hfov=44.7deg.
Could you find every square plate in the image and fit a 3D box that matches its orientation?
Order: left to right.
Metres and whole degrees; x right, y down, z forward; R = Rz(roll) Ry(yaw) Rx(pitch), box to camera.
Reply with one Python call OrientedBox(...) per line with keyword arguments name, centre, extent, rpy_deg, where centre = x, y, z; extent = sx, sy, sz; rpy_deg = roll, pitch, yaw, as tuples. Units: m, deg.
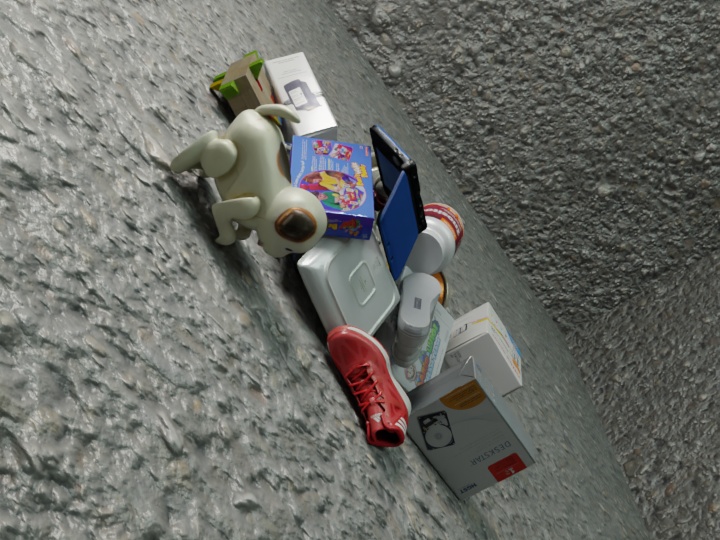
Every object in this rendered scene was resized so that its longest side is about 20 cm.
OrientedBox(name="square plate", centre=(-0.006, 0.020, 1.392), extent=(0.198, 0.028, 0.201), rpy_deg=(-49, 125, -44))

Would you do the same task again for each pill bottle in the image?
OrientedBox(name="pill bottle", centre=(0.132, -0.057, 1.682), extent=(0.113, 0.113, 0.200), rpy_deg=(56, 20, -6))

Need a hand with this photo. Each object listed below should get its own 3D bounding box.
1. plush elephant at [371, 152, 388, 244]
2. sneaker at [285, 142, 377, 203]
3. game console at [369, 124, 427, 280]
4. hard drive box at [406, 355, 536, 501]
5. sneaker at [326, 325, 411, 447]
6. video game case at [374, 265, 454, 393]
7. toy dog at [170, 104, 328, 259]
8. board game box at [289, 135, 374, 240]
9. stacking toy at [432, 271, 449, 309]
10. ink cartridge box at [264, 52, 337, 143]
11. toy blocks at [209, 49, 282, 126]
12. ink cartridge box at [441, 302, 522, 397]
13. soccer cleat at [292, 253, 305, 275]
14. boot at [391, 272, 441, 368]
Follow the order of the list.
OrientedBox(name="plush elephant", centre=(0.018, -0.138, 1.680), extent=(0.165, 0.155, 0.200), rpy_deg=(55, -1, -8))
OrientedBox(name="sneaker", centre=(-0.073, -0.150, 1.534), extent=(0.200, 0.085, 0.077), rpy_deg=(36, 9, 5))
OrientedBox(name="game console", centre=(0.042, -0.113, 1.487), extent=(0.171, 0.118, 0.200), rpy_deg=(50, -12, 29))
OrientedBox(name="hard drive box", centre=(0.182, 0.272, 1.500), extent=(0.200, 0.156, 0.077), rpy_deg=(52, 17, -18))
OrientedBox(name="sneaker", centre=(0.018, 0.180, 1.313), extent=(0.200, 0.078, 0.116), rpy_deg=(51, 15, -20))
OrientedBox(name="video game case", centre=(0.096, 0.123, 1.588), extent=(0.182, 0.024, 0.201), rpy_deg=(47, 50, -37))
OrientedBox(name="toy dog", centre=(-0.128, -0.109, 1.215), extent=(0.200, 0.194, 0.140), rpy_deg=(53, 3, 5))
OrientedBox(name="board game box", centre=(-0.049, -0.135, 1.400), extent=(0.201, 0.134, 0.045), rpy_deg=(-91, -169, -49))
OrientedBox(name="stacking toy", centre=(0.062, 0.033, 1.693), extent=(0.199, 0.146, 0.147), rpy_deg=(23, 35, -39))
OrientedBox(name="ink cartridge box", centre=(-0.114, -0.291, 1.684), extent=(0.145, 0.084, 0.201), rpy_deg=(93, -24, -59))
OrientedBox(name="toy blocks", centre=(-0.192, -0.304, 1.590), extent=(0.200, 0.100, 0.137), rpy_deg=(-91, 158, -62))
OrientedBox(name="ink cartridge box", centre=(0.253, 0.189, 1.900), extent=(0.148, 0.144, 0.200), rpy_deg=(57, 16, -8))
OrientedBox(name="soccer cleat", centre=(-0.039, 0.022, 1.456), extent=(0.200, 0.065, 0.084), rpy_deg=(49, 20, -29))
OrientedBox(name="boot", centre=(0.089, 0.085, 1.525), extent=(0.073, 0.096, 0.200), rpy_deg=(19, 30, 4))
